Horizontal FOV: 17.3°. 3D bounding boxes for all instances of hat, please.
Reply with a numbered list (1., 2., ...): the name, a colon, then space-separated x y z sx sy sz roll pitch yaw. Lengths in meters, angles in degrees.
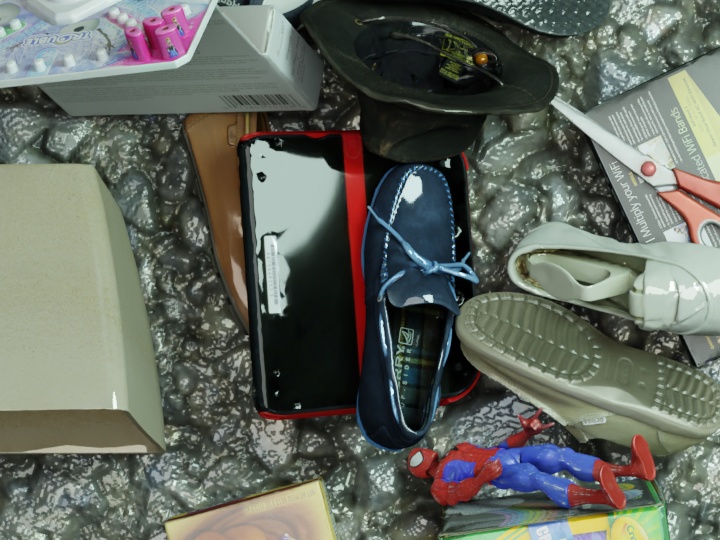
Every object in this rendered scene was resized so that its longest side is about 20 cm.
1. hat: 0.037 -0.123 1.639 0.200 0.201 0.081 22 116 4

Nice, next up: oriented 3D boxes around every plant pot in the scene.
1. plant pot: -0.243 0.027 1.641 0.199 0.200 0.178 0 77 4

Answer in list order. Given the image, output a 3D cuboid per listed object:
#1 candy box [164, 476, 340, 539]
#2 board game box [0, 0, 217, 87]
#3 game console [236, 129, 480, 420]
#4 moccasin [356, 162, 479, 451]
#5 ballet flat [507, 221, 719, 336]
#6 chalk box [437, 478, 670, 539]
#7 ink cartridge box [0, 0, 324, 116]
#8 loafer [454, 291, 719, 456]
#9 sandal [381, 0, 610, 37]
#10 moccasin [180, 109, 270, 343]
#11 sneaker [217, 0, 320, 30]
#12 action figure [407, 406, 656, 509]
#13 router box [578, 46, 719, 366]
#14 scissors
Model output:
1. candy box: -0.057 0.258 1.682 0.116 0.056 0.201 -16 89 2
2. board game box: -0.183 -0.185 1.526 0.199 0.200 0.026 -4 126 17
3. game console: 0.000 0.000 1.663 0.176 0.031 0.201 -3 87 -23
4. moccasin: 0.044 0.024 1.626 0.080 0.068 0.201 3 84 -23
5. ballet flat: 0.186 0.012 1.626 0.200 0.069 0.070 14 89 37
6. chalk box: 0.161 0.218 1.632 0.199 0.124 0.124 -7 93 4
7. ink cartridge box: -0.149 -0.159 1.613 0.199 0.174 0.044 0 68 23
8. loafer: 0.154 0.082 1.660 0.200 0.068 0.076 24 45 1
9. sandal: 0.082 -0.213 1.679 0.200 0.048 0.076 10 87 -18
10. moccasin: -0.066 -0.026 1.688 0.078 0.074 0.202 -17 78 11
11. sneaker: -0.078 -0.227 1.634 0.079 0.199 0.130 34 84 33
12. action figure: 0.107 0.134 1.633 0.065 0.200 0.052 -43 114 -38
13. router box: 0.266 -0.053 1.673 0.157 0.052 0.200 -24 87 3
14. scissors: 0.208 -0.058 1.644 0.200 0.014 0.073 22 91 4
